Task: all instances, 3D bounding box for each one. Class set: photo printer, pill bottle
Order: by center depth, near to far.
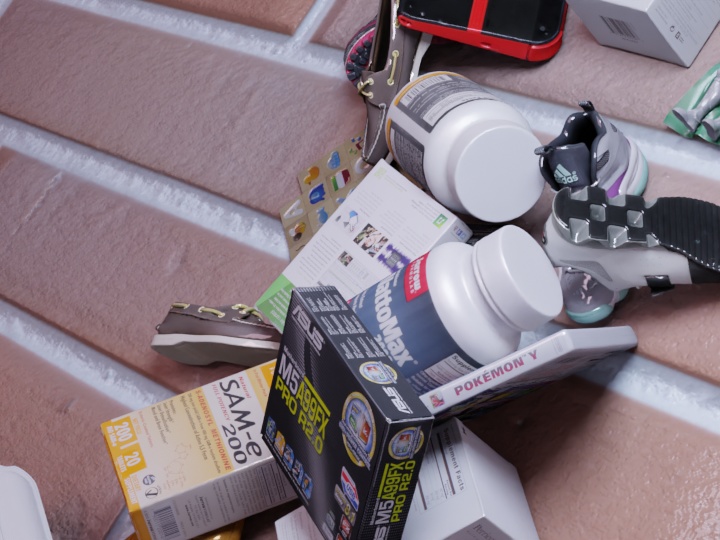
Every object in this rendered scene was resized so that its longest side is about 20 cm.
[{"bbox_3d":[0.073,0.044,1.488,0.200,0.119,0.120,-32,44,29],"label":"pill bottle"},{"bbox_3d":[0.104,-0.121,1.649,0.116,0.116,0.200,-46,26,2],"label":"pill bottle"},{"bbox_3d":[-0.377,0.316,1.755,0.167,0.069,0.200,-62,35,28],"label":"photo printer"}]

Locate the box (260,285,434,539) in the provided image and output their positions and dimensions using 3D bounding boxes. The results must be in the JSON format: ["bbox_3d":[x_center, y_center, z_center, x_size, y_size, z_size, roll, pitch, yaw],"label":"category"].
[{"bbox_3d":[-0.016,0.132,1.415,0.200,0.044,0.161,52,137,48],"label":"box"}]

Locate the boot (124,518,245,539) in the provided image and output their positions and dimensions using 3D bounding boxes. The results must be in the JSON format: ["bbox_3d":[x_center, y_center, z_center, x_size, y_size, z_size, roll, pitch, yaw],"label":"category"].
[{"bbox_3d":[-0.200,0.267,1.694,0.200,0.071,0.144,-3,53,33],"label":"boot"}]

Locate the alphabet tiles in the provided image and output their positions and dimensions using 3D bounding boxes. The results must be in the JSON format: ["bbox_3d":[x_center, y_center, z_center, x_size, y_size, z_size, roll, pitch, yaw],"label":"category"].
[{"bbox_3d":[-0.001,-0.084,1.825,0.200,0.006,0.167,-33,45,16],"label":"alphabet tiles"}]

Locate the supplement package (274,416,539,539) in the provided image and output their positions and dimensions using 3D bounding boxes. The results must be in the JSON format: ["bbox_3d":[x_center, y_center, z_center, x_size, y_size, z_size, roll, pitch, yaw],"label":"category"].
[{"bbox_3d":[0.042,0.238,1.471,0.200,0.114,0.110,-33,44,18],"label":"supplement package"}]

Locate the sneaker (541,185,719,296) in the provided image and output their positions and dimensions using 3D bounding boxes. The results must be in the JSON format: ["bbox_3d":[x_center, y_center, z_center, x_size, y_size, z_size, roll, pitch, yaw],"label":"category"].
[{"bbox_3d":[0.257,-0.017,1.484,0.199,0.089,0.074,13,53,-2],"label":"sneaker"}]

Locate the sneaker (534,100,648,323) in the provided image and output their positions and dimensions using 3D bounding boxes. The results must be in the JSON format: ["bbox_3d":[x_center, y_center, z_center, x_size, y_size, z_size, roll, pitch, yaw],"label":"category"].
[{"bbox_3d":[0.197,-0.063,1.544,0.077,0.140,0.201,-10,54,33],"label":"sneaker"}]

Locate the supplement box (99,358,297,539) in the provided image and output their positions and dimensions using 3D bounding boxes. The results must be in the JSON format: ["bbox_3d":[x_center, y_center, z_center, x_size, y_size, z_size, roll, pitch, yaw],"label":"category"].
[{"bbox_3d":[-0.140,0.178,1.639,0.199,0.074,0.126,-20,43,-9],"label":"supplement box"}]

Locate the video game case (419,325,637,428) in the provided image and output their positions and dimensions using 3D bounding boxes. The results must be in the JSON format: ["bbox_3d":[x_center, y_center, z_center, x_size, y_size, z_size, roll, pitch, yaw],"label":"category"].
[{"bbox_3d":[0.132,0.094,1.456,0.182,0.200,0.023,-27,79,22],"label":"video game case"}]

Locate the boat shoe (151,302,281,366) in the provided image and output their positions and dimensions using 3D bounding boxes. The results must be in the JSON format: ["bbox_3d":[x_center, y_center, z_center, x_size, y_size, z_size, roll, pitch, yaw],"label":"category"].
[{"bbox_3d":[-0.140,0.065,1.777,0.199,0.072,0.060,-1,63,44],"label":"boat shoe"}]

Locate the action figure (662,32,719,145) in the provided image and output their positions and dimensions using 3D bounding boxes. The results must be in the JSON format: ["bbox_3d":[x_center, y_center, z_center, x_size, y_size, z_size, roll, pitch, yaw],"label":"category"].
[{"bbox_3d":[0.377,-0.207,1.572,0.200,0.055,0.118,-50,39,-8],"label":"action figure"}]

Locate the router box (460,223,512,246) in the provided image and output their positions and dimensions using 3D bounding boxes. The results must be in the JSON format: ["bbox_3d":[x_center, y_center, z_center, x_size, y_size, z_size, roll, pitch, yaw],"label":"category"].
[{"bbox_3d":[0.064,0.031,1.643,0.199,0.062,0.150,4,63,41],"label":"router box"}]

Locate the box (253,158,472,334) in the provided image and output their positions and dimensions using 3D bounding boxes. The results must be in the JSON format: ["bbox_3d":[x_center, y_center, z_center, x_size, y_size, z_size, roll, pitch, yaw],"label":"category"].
[{"bbox_3d":[0.000,0.000,1.648,0.200,0.036,0.144,-48,42,0],"label":"box"}]

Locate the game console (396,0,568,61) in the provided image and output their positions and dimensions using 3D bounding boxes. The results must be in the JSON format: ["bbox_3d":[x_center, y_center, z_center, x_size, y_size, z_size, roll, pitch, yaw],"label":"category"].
[{"bbox_3d":[0.141,-0.322,1.791,0.176,0.031,0.201,13,62,2],"label":"game console"}]

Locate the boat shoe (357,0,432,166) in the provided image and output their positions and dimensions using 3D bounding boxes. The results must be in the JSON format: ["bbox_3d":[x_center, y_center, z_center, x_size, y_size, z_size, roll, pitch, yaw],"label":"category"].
[{"bbox_3d":[0.029,-0.208,1.797,0.072,0.059,0.201,-155,79,-69],"label":"boat shoe"}]

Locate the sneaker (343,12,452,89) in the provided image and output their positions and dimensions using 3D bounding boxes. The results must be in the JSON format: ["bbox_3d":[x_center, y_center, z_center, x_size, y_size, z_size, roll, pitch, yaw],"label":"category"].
[{"bbox_3d":[0.062,-0.284,1.869,0.200,0.081,0.075,-32,28,10],"label":"sneaker"}]

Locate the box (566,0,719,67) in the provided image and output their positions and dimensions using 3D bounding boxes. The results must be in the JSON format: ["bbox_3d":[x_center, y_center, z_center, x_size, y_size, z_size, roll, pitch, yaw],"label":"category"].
[{"bbox_3d":[0.313,-0.320,1.672,0.124,0.097,0.200,26,79,47],"label":"box"}]
